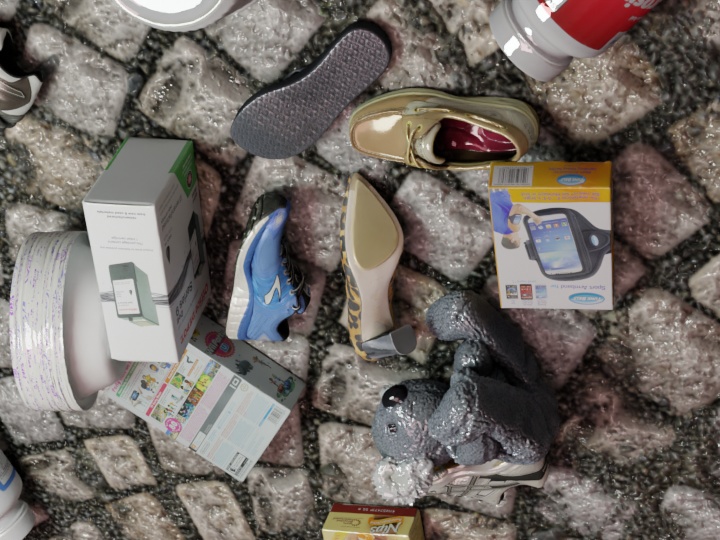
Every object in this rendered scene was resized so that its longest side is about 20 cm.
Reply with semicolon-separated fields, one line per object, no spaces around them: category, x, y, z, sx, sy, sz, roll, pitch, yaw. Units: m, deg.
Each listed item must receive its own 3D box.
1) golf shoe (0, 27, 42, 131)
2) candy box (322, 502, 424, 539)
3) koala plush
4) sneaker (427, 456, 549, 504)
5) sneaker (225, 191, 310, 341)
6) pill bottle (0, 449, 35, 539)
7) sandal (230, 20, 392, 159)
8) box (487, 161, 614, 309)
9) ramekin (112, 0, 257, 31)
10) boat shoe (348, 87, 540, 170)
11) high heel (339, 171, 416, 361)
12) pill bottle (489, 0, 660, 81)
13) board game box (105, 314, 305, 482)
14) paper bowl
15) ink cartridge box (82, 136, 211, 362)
golf shoe;-0.426;-0.248;1.520;0.094;0.078;0.200;-39;105;17
candy box;0.028;0.386;1.757;0.114;0.055;0.202;1;122;20
koala plush;0.093;0.157;1.518;0.199;0.179;0.183;-30;132;30
sneaker;0.124;0.238;1.613;0.198;0.076;0.088;-20;118;33
sneaker;-0.093;-0.001;1.551;0.088;0.079;0.202;12;132;0
pill bottle;-0.518;0.275;1.859;0.111;0.113;0.202;-17;113;29
sandal;-0.047;-0.180;1.434;0.199;0.043;0.076;-32;114;24
box;0.193;-0.024;1.405;0.117;0.042;0.202;1;136;12
ramekin;-0.177;-0.324;1.351;0.199;0.095;0.205;10;124;15
boat shoe;0.075;-0.135;1.394;0.197;0.067;0.075;-1;121;21
high heel;0.000;0.000;1.527;0.142;0.070;0.203;164;91;-71
pill bottle;0.208;-0.261;1.233;0.112;0.113;0.200;41;127;-9
board game box;-0.185;0.140;1.675;0.199;0.065;0.148;33;126;-4
paper bowl;-0.320;0.057;1.588;0.103;0.202;0.203;0;123;4
ink cartridge box;-0.227;-0.022;1.533;0.083;0.147;0.202;3;124;10
